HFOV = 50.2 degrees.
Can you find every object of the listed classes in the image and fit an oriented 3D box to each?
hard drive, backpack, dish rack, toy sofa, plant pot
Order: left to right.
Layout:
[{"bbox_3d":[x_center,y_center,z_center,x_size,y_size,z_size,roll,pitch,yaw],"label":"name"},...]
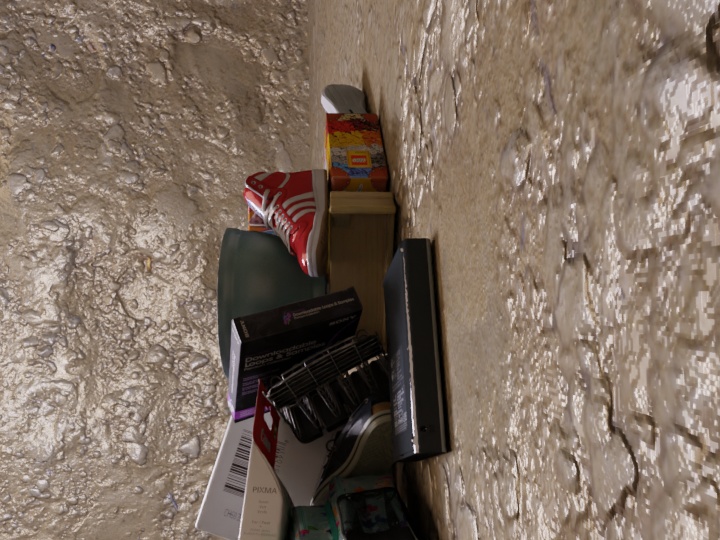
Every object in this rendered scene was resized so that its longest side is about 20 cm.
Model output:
[{"bbox_3d":[-0.110,0.044,1.026,0.200,0.133,0.202,180,90,-89],"label":"plant pot"},{"bbox_3d":[-0.033,0.127,0.882,0.055,0.153,0.200,58,174,29],"label":"dish rack"},{"bbox_3d":[-0.002,0.314,0.816,0.200,0.149,0.179,-100,9,-79],"label":"backpack"},{"bbox_3d":[0.000,0.000,0.986,0.098,0.082,0.202,-95,6,-73],"label":"toy sofa"},{"bbox_3d":[0.050,0.084,0.768,0.140,0.033,0.202,109,159,-72],"label":"hard drive"}]

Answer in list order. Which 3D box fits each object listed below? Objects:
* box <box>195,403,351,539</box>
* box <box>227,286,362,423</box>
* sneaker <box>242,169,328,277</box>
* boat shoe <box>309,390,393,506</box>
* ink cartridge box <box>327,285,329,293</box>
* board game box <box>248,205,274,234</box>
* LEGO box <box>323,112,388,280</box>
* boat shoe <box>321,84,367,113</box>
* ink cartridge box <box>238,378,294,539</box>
[{"bbox_3d":[-0.089,0.269,1.034,0.131,0.198,0.201,88,-160,-85],"label":"box"},{"bbox_3d":[-0.081,0.102,0.890,0.201,0.142,0.036,104,145,-53],"label":"box"},{"bbox_3d":[-0.095,-0.062,0.964,0.201,0.111,0.072,-94,5,-53],"label":"sneaker"},{"bbox_3d":[-0.004,0.225,0.919,0.201,0.074,0.062,-62,27,28],"label":"boat shoe"},{"bbox_3d":[-0.039,0.062,1.196,0.200,0.050,0.164,18,-110,-75],"label":"ink cartridge box"},{"bbox_3d":[-0.122,-0.003,1.530,0.201,0.198,0.201,-100,12,-52],"label":"board game box"},{"bbox_3d":[-0.013,-0.101,1.108,0.201,0.076,0.150,96,171,-45],"label":"LEGO box"},{"bbox_3d":[-0.024,-0.237,1.213,0.201,0.071,0.062,-105,18,-55],"label":"boat shoe"},{"bbox_3d":[-0.094,0.243,0.863,0.161,0.050,0.202,85,-170,-64],"label":"ink cartridge box"}]
